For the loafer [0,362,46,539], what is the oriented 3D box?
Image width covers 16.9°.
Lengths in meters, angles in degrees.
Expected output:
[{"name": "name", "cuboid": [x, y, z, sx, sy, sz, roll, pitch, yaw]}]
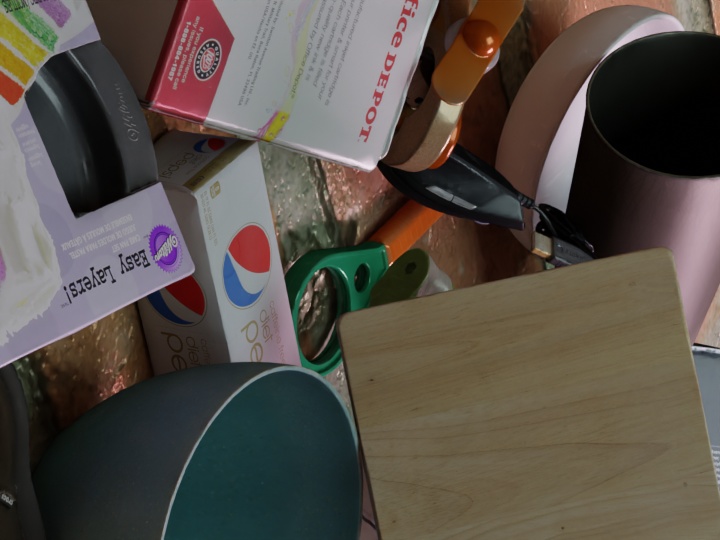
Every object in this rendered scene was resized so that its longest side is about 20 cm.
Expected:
[{"name": "loafer", "cuboid": [-0.209, 0.101, 1.226, 0.071, 0.073, 0.201, -46, 134, -43]}]

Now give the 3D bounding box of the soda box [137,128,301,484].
[{"name": "soda box", "cuboid": [-0.085, 0.022, 1.420, 0.068, 0.063, 0.201, -44, 133, -45]}]

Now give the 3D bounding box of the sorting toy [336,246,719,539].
[{"name": "sorting toy", "cuboid": [0.099, 0.102, 1.422, 0.070, 0.199, 0.200, -174, -107, -84]}]

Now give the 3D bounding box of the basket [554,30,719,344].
[{"name": "basket", "cuboid": [0.207, -0.040, 1.705, 0.180, 0.136, 0.201, -44, 155, -45]}]

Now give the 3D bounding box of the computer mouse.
[{"name": "computer mouse", "cuboid": [0.078, -0.039, 1.579, 0.200, 0.141, 0.046, 31, 102, -27]}]

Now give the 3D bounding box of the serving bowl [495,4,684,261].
[{"name": "serving bowl", "cuboid": [0.157, -0.108, 1.763, 0.200, 0.066, 0.201, -41, 149, -33]}]

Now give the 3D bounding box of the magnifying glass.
[{"name": "magnifying glass", "cuboid": [0.000, 0.000, 1.601, 0.200, 0.022, 0.080, -43, 132, -44]}]

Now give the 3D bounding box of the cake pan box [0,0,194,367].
[{"name": "cake pan box", "cuboid": [-0.181, -0.051, 1.191, 0.200, 0.052, 0.185, -26, 98, -54]}]

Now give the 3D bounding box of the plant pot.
[{"name": "plant pot", "cuboid": [-0.107, 0.142, 1.346, 0.200, 0.134, 0.201, -21, 115, -55]}]

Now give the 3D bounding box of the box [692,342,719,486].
[{"name": "box", "cuboid": [0.213, 0.149, 1.842, 0.104, 0.148, 0.201, 8, 92, -28]}]

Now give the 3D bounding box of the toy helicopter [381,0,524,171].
[{"name": "toy helicopter", "cuboid": [0.053, -0.158, 1.469, 0.079, 0.132, 0.201, 17, 86, -23]}]

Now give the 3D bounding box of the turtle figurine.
[{"name": "turtle figurine", "cuboid": [0.074, 0.087, 1.557, 0.194, 0.199, 0.144, 42, 30, -44]}]

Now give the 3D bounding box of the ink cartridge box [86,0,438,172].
[{"name": "ink cartridge box", "cuboid": [-0.055, -0.149, 1.361, 0.200, 0.083, 0.146, 14, 97, -52]}]

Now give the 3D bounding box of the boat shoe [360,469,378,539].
[{"name": "boat shoe", "cuboid": [0.029, 0.133, 1.501, 0.086, 0.202, 0.075, -51, 157, 11]}]
